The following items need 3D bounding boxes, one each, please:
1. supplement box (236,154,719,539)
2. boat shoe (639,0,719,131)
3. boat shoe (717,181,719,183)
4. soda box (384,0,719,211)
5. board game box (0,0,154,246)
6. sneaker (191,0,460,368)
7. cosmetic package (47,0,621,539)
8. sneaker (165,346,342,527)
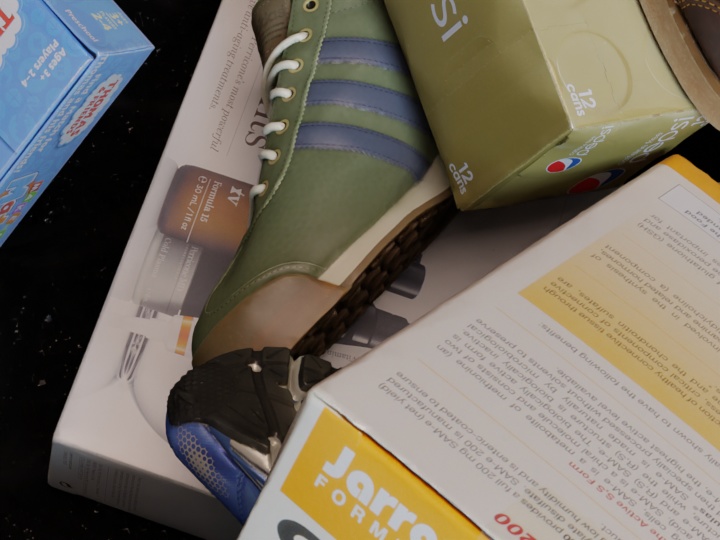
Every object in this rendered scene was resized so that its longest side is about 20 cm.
[{"bbox_3d":[0.073,0.059,0.704,0.126,0.074,0.200,39,36,16],"label":"supplement box"},{"bbox_3d":[0.094,-0.137,0.756,0.070,0.070,0.201,-28,84,-37],"label":"boat shoe"},{"bbox_3d":[0.167,-0.030,0.852,0.199,0.074,0.067,-10,113,-28],"label":"boat shoe"},{"bbox_3d":[0.038,-0.123,0.797,0.067,0.064,0.201,-10,74,-35],"label":"soda box"},{"bbox_3d":[-0.177,-0.088,0.846,0.200,0.151,0.037,49,28,14],"label":"board game box"},{"bbox_3d":[-0.007,-0.046,0.831,0.090,0.067,0.200,40,60,7],"label":"sneaker"},{"bbox_3d":[0.000,0.000,0.876,0.150,0.052,0.201,19,66,-2],"label":"cosmetic package"},{"bbox_3d":[0.000,0.108,0.774,0.089,0.200,0.079,-29,27,17],"label":"sneaker"}]
